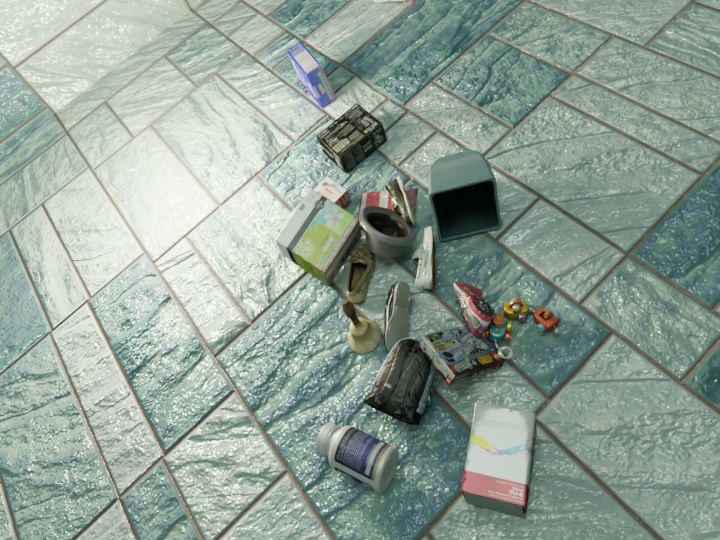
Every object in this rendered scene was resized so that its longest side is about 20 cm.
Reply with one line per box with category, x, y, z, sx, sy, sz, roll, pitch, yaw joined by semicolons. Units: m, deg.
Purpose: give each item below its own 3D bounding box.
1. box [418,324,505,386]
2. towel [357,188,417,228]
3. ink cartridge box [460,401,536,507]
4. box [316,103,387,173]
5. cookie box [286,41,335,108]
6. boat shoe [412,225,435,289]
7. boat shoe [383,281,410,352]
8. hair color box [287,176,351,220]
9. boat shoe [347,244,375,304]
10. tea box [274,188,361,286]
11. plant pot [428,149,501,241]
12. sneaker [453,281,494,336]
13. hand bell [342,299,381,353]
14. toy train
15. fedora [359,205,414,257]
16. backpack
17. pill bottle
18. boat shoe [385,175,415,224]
box;0.258;0.210;1.434;0.195;0.041;0.138;-6;43;-38
towel;0.086;-0.204;1.839;0.193;0.023;0.148;-2;58;18
ink cartridge box;0.319;0.429;1.282;0.140;0.146;0.205;5;61;21
box;-0.031;-0.472;2.007;0.199;0.087;0.164;-40;55;-8
cookie box;-0.191;-0.761;2.194;0.074;0.172;0.202;-33;55;-1
boat shoe;0.186;-0.041;1.670;0.067;0.071;0.206;-3;59;15
boat shoe;0.096;0.133;1.599;0.060;0.072;0.207;-18;62;58
hair color box;-0.138;-0.207;1.893;0.200;0.064;0.110;-46;56;-10
boat shoe;0.000;0.000;1.714;0.071;0.063;0.205;-2;58;18
tea box;-0.125;-0.101;1.740;0.193;0.134;0.203;30;76;12
plant pot;0.304;-0.246;1.692;0.189;0.199;0.204;-12;47;11
sneaker;0.293;0.095;1.526;0.078;0.077;0.202;13;25;-15
hand bell;-0.013;0.137;1.548;0.101;0.202;0.107;-8;55;12
toy train;0.419;0.135;1.472;0.196;0.057;0.151;-29;48;-13
fedora;0.072;-0.107;1.721;0.172;0.092;0.202;4;33;-26
backpack;0.122;0.277;1.463;0.159;0.153;0.206;14;84;29
pill bottle;-0.011;0.457;1.402;0.195;0.112;0.113;17;65;27
boat shoe;0.124;-0.213;1.776;0.059;0.072;0.205;-21;46;9
